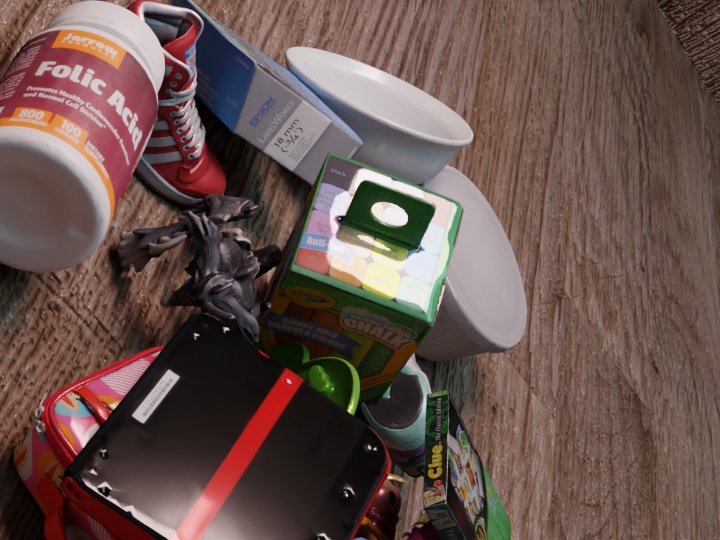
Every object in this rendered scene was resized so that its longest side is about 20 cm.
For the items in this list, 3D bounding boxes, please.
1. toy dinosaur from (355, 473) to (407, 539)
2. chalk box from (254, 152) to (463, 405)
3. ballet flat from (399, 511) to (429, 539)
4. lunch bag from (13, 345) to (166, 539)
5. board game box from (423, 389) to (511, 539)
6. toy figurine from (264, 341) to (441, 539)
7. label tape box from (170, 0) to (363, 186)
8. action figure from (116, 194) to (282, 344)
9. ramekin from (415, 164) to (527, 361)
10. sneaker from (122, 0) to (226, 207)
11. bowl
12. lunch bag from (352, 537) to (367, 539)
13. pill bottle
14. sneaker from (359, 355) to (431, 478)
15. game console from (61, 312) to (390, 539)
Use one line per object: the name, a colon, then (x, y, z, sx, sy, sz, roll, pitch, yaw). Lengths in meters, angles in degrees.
toy dinosaur: (0.002, 0.218, 1.270, 0.200, 0.060, 0.106, 50, 32, -30)
chalk box: (0.000, 0.000, 1.229, 0.124, 0.200, 0.124, 21, 57, -5)
ballet flat: (0.042, 0.270, 1.241, 0.065, 0.070, 0.201, 24, 66, -27)
lunch bag: (-0.132, 0.157, 0.998, 0.200, 0.082, 0.176, 51, 37, 12)
board game box: (0.088, 0.195, 1.207, 0.200, 0.023, 0.105, 64, 20, -44)
toy figurine: (-0.012, 0.172, 1.188, 0.184, 0.150, 0.200, 48, 7, -25)
label tape box: (-0.106, -0.163, 1.310, 0.200, 0.063, 0.144, 32, 10, -49)
action figure: (-0.120, 0.005, 1.176, 0.119, 0.102, 0.200, 63, 11, -11)
ramekin: (0.081, 0.000, 1.559, 0.202, 0.094, 0.203, 42, 36, -40)
sneaker: (-0.146, -0.134, 1.222, 0.200, 0.112, 0.071, 45, 33, -36)
bowl: (0.002, -0.135, 1.483, 0.200, 0.091, 0.201, 23, 18, -8)
lunch bag: (0.011, 0.292, 1.030, 0.161, 0.082, 0.200, -54, 141, -34)
pill bottle: (-0.208, -0.102, 1.078, 0.114, 0.114, 0.200, 51, 30, -27)
sneaker: (0.029, 0.112, 1.410, 0.140, 0.077, 0.200, 67, 6, -46)
game console: (-0.078, 0.130, 0.985, 0.177, 0.031, 0.200, 34, 36, 0)
